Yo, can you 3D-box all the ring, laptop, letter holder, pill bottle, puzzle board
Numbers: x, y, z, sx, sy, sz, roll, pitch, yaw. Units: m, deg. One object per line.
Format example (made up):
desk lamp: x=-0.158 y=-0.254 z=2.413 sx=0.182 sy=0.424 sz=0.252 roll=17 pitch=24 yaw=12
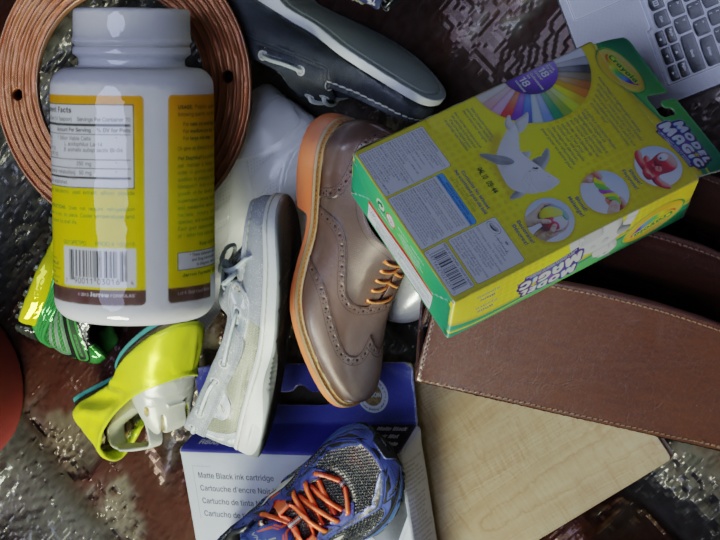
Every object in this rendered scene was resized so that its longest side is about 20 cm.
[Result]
ring: x=-0.165 y=-0.129 z=1.142 sx=0.198 sy=0.019 sz=0.203 roll=2 pitch=97 yaw=17
laptop: x=0.189 y=-0.202 z=0.982 sx=0.198 sy=0.116 sz=0.189 roll=-20 pitch=91 yaw=27
letter holder: x=0.145 y=0.006 z=1.004 sx=0.197 sy=0.101 sz=0.144 roll=13 pitch=118 yaw=-2
pill bottle: x=-0.150 y=-0.070 z=1.077 sx=0.108 sy=0.109 sz=0.203 roll=4 pitch=98 yaw=24
puzzle board: x=0.100 y=0.114 z=1.147 sx=0.199 sy=0.017 sz=0.152 roll=-36 pitch=83 yaw=26

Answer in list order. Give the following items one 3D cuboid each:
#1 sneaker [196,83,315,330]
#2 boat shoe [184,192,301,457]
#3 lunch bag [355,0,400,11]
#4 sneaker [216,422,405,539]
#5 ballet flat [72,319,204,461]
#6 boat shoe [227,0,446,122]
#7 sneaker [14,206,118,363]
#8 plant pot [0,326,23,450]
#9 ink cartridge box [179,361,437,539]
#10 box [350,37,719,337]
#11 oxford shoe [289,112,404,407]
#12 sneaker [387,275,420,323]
sneaker: x=-0.067 y=-0.016 z=1.165 sx=0.115 sy=0.073 sz=0.202 roll=33 pitch=112 yaw=18
boat shoe: x=-0.081 y=0.038 z=1.125 sx=0.064 sy=0.075 sz=0.204 roll=13 pitch=124 yaw=4
lunch bag: x=0.002 y=-0.291 z=1.046 sx=0.201 sy=0.139 sz=0.168 roll=54 pitch=135 yaw=8
sneaker: x=-0.043 y=0.180 z=1.132 sx=0.076 sy=0.078 sz=0.200 roll=49 pitch=120 yaw=10
ballet flat: x=-0.157 y=0.093 z=1.204 sx=0.200 sy=0.066 sz=0.068 roll=-38 pitch=71 yaw=54
boat shoe: x=-0.029 y=-0.147 z=1.124 sx=0.199 sy=0.075 sz=0.061 roll=37 pitch=114 yaw=27
sneaker: x=-0.188 y=-0.021 z=1.229 sx=0.084 sy=0.078 sz=0.202 roll=27 pitch=118 yaw=7
plant pot: x=-0.371 y=0.107 z=1.275 sx=0.198 sy=0.177 sz=0.203 roll=5 pitch=103 yaw=23
ink cartridge box: x=-0.039 y=0.170 z=1.198 sx=0.197 sy=0.040 sz=0.203 roll=-3 pitch=101 yaw=31
box: x=0.106 y=-0.056 z=0.963 sx=0.118 sy=0.198 sz=0.049 roll=57 pitch=163 yaw=24
oxford shoe: x=0.000 y=0.000 z=1.087 sx=0.072 sy=0.071 sz=0.203 roll=12 pitch=113 yaw=40
sneaker: x=0.067 y=-0.035 z=1.095 sx=0.076 sy=0.080 sz=0.200 roll=47 pitch=117 yaw=7
